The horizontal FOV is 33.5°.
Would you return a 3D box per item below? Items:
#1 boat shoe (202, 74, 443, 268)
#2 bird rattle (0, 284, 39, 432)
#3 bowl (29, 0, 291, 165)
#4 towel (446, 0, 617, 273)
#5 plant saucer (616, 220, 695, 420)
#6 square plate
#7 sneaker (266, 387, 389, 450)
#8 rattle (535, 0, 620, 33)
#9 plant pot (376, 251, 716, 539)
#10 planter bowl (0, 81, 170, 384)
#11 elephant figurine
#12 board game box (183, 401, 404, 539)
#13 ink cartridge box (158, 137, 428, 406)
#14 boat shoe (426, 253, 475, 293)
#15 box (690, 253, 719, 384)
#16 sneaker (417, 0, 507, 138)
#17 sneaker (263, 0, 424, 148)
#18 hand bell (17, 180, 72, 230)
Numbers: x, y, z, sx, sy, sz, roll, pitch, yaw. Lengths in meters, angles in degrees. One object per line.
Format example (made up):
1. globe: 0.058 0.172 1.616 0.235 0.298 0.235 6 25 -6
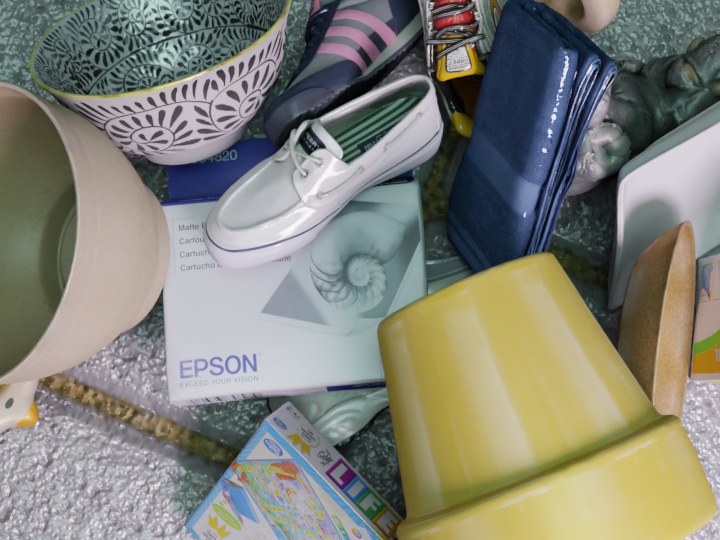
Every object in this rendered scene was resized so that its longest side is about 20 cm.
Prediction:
1. boat shoe: -0.030 -0.080 0.847 0.199 0.067 0.074 -35 60 -17
2. bird rattle: -0.323 0.064 0.895 0.161 0.113 0.203 -7 73 -18
3. bowl: -0.136 -0.142 0.895 0.198 0.201 0.095 -20 125 -7
4. towel: 0.116 -0.086 0.864 0.048 0.112 0.202 -3 125 -23
5. plant saucer: 0.220 0.062 0.899 0.035 0.200 0.204 6 83 21
6. square plate: 0.268 -0.072 0.914 0.198 0.199 0.029 -32 61 -8
7. sneaker: 0.016 0.069 0.925 0.199 0.074 0.080 -32 84 -8
8. rattle: 0.179 -0.264 0.906 0.142 0.200 0.131 -36 88 -8
9. plant pot: 0.100 0.101 0.772 0.198 0.201 0.191 -21 82 -8
10. planter bowl: -0.220 -0.019 0.841 0.198 0.134 0.204 -4 83 32
11. elephant figurine: 0.221 -0.119 0.926 0.197 0.155 0.144 -5 98 -27
12. board game box: -0.024 0.213 0.870 0.200 0.034 0.135 45 122 9
13. ink cartridge box: -0.049 -0.010 0.883 0.196 0.041 0.203 -6 77 1
14. boat shoe: -0.001 0.000 0.929 0.197 0.070 0.073 -10 89 -4
15. box: 0.335 0.037 0.896 0.111 0.200 0.103 6 84 -5
16. sneaker: 0.081 -0.188 0.893 0.077 0.202 0.083 -5 41 22
17. sneaker: -0.025 -0.167 0.916 0.082 0.070 0.200 46 48 -1
18. hand bell: -0.292 -0.111 0.912 0.104 0.104 0.200 -44 103 -8
